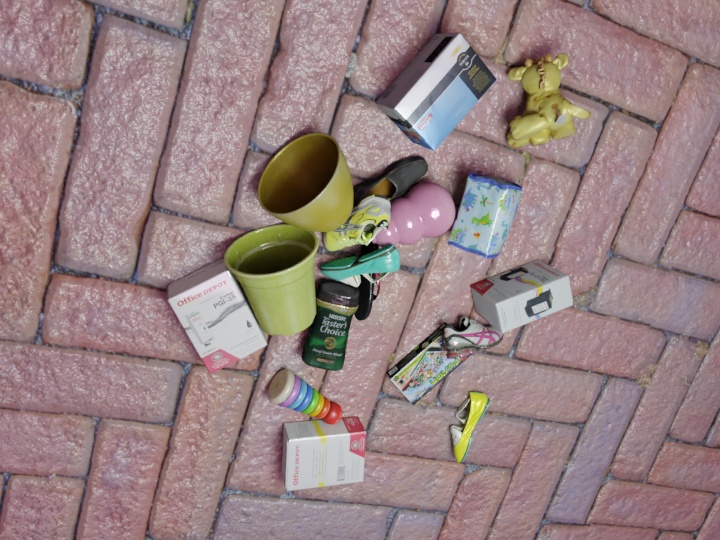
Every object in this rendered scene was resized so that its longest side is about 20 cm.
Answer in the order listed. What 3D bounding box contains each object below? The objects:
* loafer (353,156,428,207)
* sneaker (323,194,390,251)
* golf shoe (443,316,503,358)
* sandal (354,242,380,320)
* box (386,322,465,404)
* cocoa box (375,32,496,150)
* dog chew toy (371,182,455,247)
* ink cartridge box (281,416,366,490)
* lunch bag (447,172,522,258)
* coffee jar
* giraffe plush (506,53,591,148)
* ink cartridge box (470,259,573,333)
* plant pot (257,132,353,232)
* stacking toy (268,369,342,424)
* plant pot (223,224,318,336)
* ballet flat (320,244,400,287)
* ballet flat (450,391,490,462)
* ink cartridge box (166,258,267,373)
[{"bbox_3d":[0.071,-0.187,1.380,0.199,0.072,0.073,-32,114,-5],"label":"loafer"},{"bbox_3d":[-0.014,-0.087,1.343,0.075,0.077,0.199,19,143,-34],"label":"sneaker"},{"bbox_3d":[0.286,0.156,1.548,0.199,0.072,0.093,-11,91,-41],"label":"golf shoe"},{"bbox_3d":[0.023,0.022,1.443,0.045,0.075,0.202,0,106,-36],"label":"sandal"},{"bbox_3d":[0.175,0.237,1.581,0.200,0.035,0.110,-41,115,0],"label":"box"},{"bbox_3d":[0.157,-0.375,1.307,0.131,0.133,0.200,40,94,-25],"label":"cocoa box"},{"bbox_3d":[0.110,-0.114,1.387,0.198,0.125,0.126,-26,114,-9],"label":"dog chew toy"},{"bbox_3d":[-0.094,0.452,1.547,0.198,0.083,0.147,-1,109,-17],"label":"ink cartridge box"},{"bbox_3d":[0.299,-0.127,1.434,0.199,0.127,0.172,-7,117,-57],"label":"lunch bag"},{"bbox_3d":[-0.068,0.124,1.436,0.103,0.085,0.202,12,105,-6],"label":"coffee jar"},{"bbox_3d":[0.401,-0.383,1.382,0.170,0.200,0.164,-10,82,-10],"label":"giraffe plush"},{"bbox_3d":[0.393,0.059,1.526,0.198,0.146,0.084,-20,111,-10],"label":"ink cartridge box"},{"bbox_3d":[-0.092,-0.162,1.292,0.200,0.200,0.142,-44,137,2],"label":"plant pot"},{"bbox_3d":[-0.124,0.317,1.500,0.199,0.085,0.086,37,95,-30],"label":"stacking toy"},{"bbox_3d":[-0.173,0.031,1.332,0.198,0.201,0.186,-16,124,-11],"label":"plant pot"},{"bbox_3d":[0.000,0.000,1.381,0.198,0.067,0.071,-14,106,27],"label":"ballet flat"},{"bbox_3d":[0.279,0.414,1.668,0.066,0.067,0.202,22,99,-1],"label":"ballet flat"},{"bbox_3d":[-0.312,0.099,1.357,0.145,0.083,0.202,-26,114,-7],"label":"ink cartridge box"}]
